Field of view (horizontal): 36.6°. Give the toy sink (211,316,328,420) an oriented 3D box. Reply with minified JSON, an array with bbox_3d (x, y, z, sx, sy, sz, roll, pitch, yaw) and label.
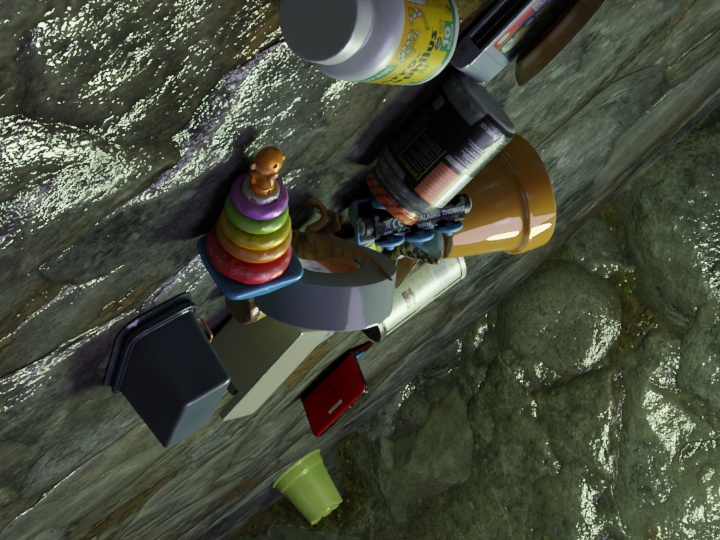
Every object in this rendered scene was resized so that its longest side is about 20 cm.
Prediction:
[{"bbox_3d":[-0.168,0.127,1.754,0.200,0.112,0.130,-47,165,13],"label":"toy sink"}]

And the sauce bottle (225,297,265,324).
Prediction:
[{"bbox_3d":[-0.114,0.016,1.642,0.199,0.066,0.066,-31,165,-42],"label":"sauce bottle"}]

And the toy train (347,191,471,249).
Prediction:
[{"bbox_3d":[0.071,-0.090,1.661,0.197,0.088,0.114,-14,-160,-25],"label":"toy train"}]

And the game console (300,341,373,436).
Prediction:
[{"bbox_3d":[-0.038,0.287,2.636,0.118,0.174,0.200,17,127,-42],"label":"game console"}]

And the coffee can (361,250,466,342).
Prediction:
[{"bbox_3d":[0.068,0.009,1.926,0.199,0.147,0.147,-35,167,-16],"label":"coffee can"}]

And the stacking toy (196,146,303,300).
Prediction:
[{"bbox_3d":[-0.122,-0.072,1.284,0.114,0.110,0.202,-18,147,-27],"label":"stacking toy"}]

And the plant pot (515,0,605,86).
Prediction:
[{"bbox_3d":[0.275,-0.337,1.482,0.201,0.027,0.200,-49,-173,8],"label":"plant pot"}]

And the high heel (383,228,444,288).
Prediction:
[{"bbox_3d":[0.087,-0.007,1.747,0.070,0.200,0.145,-6,115,-18],"label":"high heel"}]

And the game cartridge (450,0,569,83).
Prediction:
[{"bbox_3d":[0.208,-0.330,1.427,0.200,0.041,0.133,-45,170,16],"label":"game cartridge"}]

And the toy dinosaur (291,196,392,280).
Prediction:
[{"bbox_3d":[-0.049,-0.038,1.498,0.196,0.108,0.061,5,161,2],"label":"toy dinosaur"}]

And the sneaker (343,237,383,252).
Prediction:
[{"bbox_3d":[0.000,0.000,1.744,0.074,0.107,0.200,-6,-179,10],"label":"sneaker"}]

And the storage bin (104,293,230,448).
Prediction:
[{"bbox_3d":[-0.256,0.147,1.527,0.144,0.135,0.201,-29,165,-33],"label":"storage bin"}]

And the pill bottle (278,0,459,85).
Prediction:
[{"bbox_3d":[0.009,-0.236,1.032,0.113,0.113,0.199,-44,166,25],"label":"pill bottle"}]

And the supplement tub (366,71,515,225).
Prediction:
[{"bbox_3d":[0.108,-0.165,1.511,0.200,0.123,0.122,-43,166,20],"label":"supplement tub"}]

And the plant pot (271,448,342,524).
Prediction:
[{"bbox_3d":[-0.160,0.720,3.570,0.199,0.185,0.201,-36,166,-10],"label":"plant pot"}]

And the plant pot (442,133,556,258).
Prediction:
[{"bbox_3d":[0.197,-0.108,1.823,0.181,0.203,0.201,-21,161,-20],"label":"plant pot"}]

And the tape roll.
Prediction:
[{"bbox_3d":[-0.050,0.017,1.519,0.199,0.198,0.067,-21,123,-53],"label":"tape roll"}]

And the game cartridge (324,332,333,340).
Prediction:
[{"bbox_3d":[-0.112,0.127,2.072,0.198,0.042,0.134,-32,161,-27],"label":"game cartridge"}]
